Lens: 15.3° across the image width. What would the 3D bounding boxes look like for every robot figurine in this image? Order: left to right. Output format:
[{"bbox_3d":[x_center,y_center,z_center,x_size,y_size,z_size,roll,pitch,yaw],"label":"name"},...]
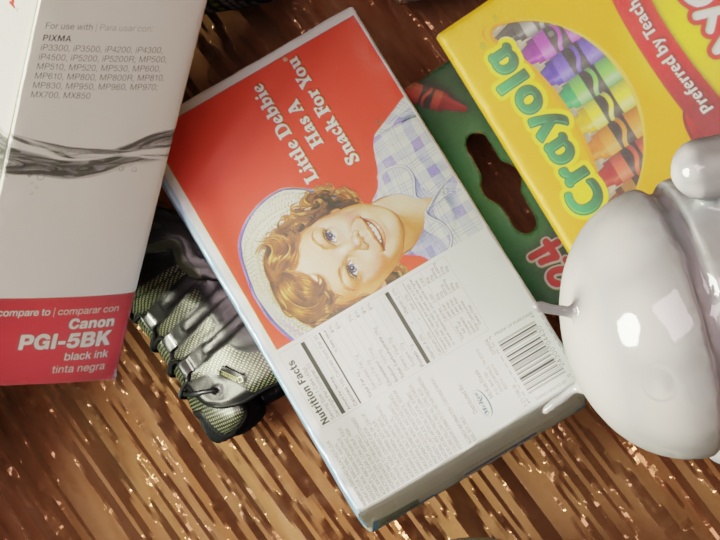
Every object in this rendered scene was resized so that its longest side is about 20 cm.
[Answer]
[{"bbox_3d":[0.167,0.010,1.091,0.200,0.170,0.113,-15,37,-5],"label":"robot figurine"}]

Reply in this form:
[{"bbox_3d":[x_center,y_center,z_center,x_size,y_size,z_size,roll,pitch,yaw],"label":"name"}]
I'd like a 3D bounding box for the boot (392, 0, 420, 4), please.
[{"bbox_3d":[0.083,-0.211,1.238,0.186,0.064,0.200,13,92,18],"label":"boot"}]

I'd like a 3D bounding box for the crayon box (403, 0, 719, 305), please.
[{"bbox_3d":[0.124,-0.084,1.160,0.200,0.051,0.127,-34,77,12],"label":"crayon box"}]

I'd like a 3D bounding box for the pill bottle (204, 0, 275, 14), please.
[{"bbox_3d":[-0.138,-0.164,1.275,0.200,0.106,0.106,-8,84,16],"label":"pill bottle"}]

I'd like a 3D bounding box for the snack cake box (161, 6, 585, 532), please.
[{"bbox_3d":[0.000,0.000,1.184,0.115,0.067,0.200,-30,77,-1],"label":"snack cake box"}]

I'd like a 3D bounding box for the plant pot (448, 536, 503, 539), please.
[{"bbox_3d":[0.043,0.195,1.168,0.200,0.200,0.134,29,59,17],"label":"plant pot"}]

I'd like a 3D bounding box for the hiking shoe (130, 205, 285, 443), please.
[{"bbox_3d":[-0.074,0.027,1.257,0.200,0.076,0.101,13,86,16],"label":"hiking shoe"}]

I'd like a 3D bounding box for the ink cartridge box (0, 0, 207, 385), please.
[{"bbox_3d":[-0.147,-0.071,1.172,0.147,0.083,0.200,48,130,47],"label":"ink cartridge box"}]
